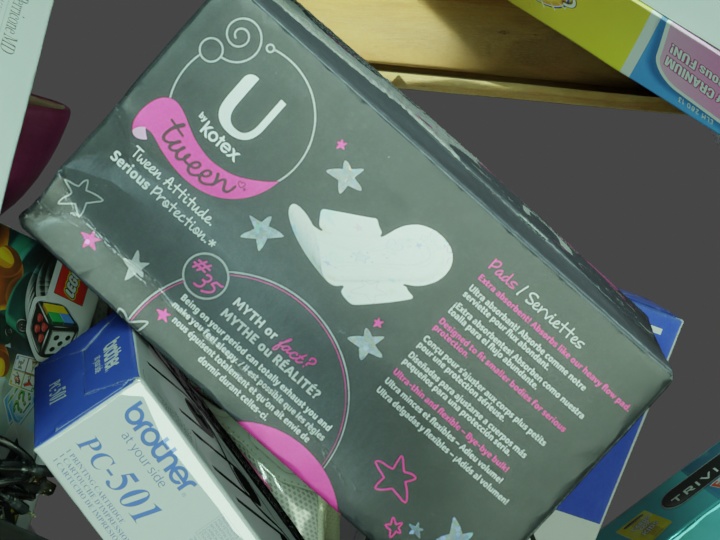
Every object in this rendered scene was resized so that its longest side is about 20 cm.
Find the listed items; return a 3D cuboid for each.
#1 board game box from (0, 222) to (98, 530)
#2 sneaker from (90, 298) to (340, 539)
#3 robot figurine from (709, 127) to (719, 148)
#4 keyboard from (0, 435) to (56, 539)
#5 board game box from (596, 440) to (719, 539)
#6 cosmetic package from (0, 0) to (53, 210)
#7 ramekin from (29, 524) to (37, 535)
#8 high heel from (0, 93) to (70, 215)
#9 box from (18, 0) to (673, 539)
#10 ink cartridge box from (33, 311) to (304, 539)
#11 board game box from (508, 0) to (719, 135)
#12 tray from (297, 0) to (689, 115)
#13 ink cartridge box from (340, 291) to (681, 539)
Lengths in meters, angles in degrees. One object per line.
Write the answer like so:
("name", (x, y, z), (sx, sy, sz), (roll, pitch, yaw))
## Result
("board game box", (-0.171, 0.068, 0.759), (0.126, 0.035, 0.200), (27, 67, -33))
("sneaker", (-0.050, 0.075, 0.860), (0.088, 0.081, 0.200), (-30, 92, 6))
("robot figurine", (0.210, -0.094, 0.876), (0.200, 0.113, 0.170), (-43, 99, -25))
("keyboard", (-0.147, 0.093, 0.740), (0.200, 0.040, 0.104), (32, 88, -36))
("board game box", (0.208, 0.130, 0.972), (0.200, 0.047, 0.151), (-36, 107, -5))
("cosmetic package", (-0.183, -0.063, 0.713), (0.151, 0.200, 0.052), (26, 119, -16))
("ramekin", (-0.200, 0.170, 0.848), (0.200, 0.105, 0.201), (-3, 102, -14))
("high heel", (-0.203, -0.084, 0.815), (0.096, 0.067, 0.200), (-43, 123, 8))
("box", (0.000, 0.000, 0.800), (0.200, 0.132, 0.115), (43, 98, -3))
("ink cartridge box", (-0.036, 0.112, 0.768), (0.044, 0.094, 0.200), (-34, 106, 2))
("board game box", (0.124, -0.138, 0.813), (0.200, 0.040, 0.153), (36, 63, 22))
("tray", (0.053, -0.119, 0.889), (0.200, 0.037, 0.099), (4, 100, -16))
("ink cartridge box", (0.047, 0.094, 0.918), (0.094, 0.044, 0.200), (20, 96, -17))
